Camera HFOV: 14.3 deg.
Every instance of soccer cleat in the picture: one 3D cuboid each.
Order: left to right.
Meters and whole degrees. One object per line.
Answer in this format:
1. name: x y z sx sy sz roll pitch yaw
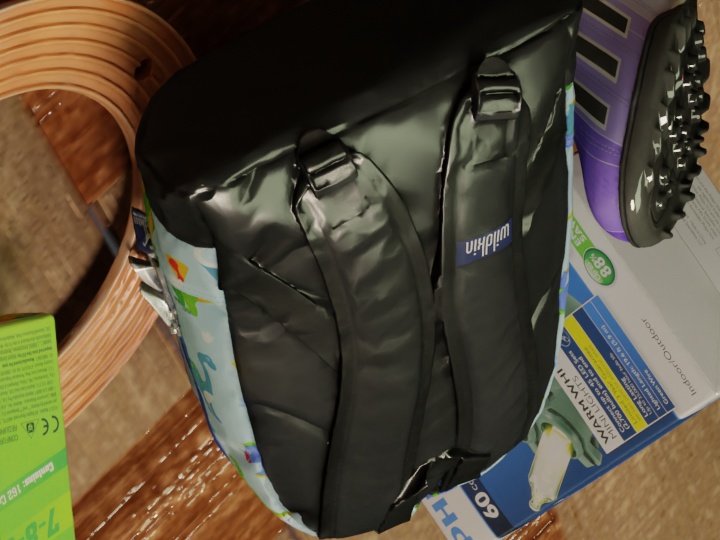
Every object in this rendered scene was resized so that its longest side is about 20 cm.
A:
1. soccer cleat: 0.088 -0.093 1.036 0.068 0.073 0.200 66 26 -55

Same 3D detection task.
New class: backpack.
1. backpack: 0.000 0.000 1.013 0.163 0.154 0.200 -28 124 -19

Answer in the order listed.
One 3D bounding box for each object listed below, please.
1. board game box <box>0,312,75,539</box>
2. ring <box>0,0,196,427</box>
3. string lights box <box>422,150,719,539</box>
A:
1. board game box: -0.133 0.120 0.960 0.096 0.030 0.200 -13 98 -50
2. ring: -0.129 -0.007 0.976 0.200 0.019 0.201 -34 142 -31
3. string lights box: 0.076 0.029 1.113 0.059 0.103 0.200 -30 173 -34
